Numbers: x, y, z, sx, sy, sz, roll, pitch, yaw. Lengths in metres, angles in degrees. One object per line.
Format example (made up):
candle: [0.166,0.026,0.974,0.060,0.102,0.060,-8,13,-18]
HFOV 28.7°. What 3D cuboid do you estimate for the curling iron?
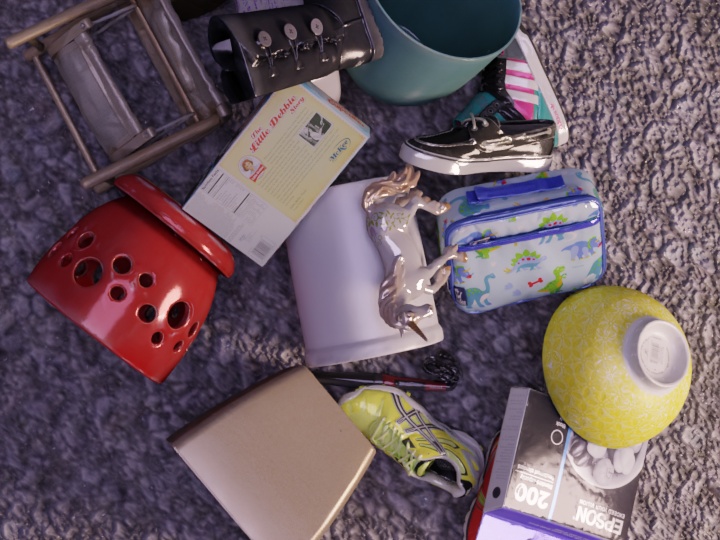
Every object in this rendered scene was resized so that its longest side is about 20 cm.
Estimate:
curling iron: [0.029,0.129,1.748,0.198,0.026,0.050,-4,71,3]

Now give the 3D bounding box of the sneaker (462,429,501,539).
sneaker: [0.172,0.291,1.726,0.076,0.085,0.202,7,91,-1]

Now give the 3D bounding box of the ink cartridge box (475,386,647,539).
ink cartridge box: [0.245,0.264,1.695,0.197,0.043,0.202,21,78,-27]

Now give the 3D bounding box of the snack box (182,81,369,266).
snack box: [-0.095,-0.114,1.572,0.116,0.037,0.200,36,108,-15]

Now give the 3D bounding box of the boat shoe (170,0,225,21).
boat shoe: [-0.171,-0.374,1.682,0.200,0.072,0.066,-34,67,32]

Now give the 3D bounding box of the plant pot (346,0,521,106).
plant pot: [0.064,-0.287,1.649,0.199,0.161,0.202,12,59,-20]

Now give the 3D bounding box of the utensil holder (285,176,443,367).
utensil holder: [0.000,0.000,1.672,0.168,0.170,0.202,-10,90,-2]

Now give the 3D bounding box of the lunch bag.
lunch bag: [0.191,-0.038,1.683,0.198,0.083,0.162,-10,134,-2]

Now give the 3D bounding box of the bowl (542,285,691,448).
bowl: [0.328,0.107,1.676,0.199,0.108,0.202,7,74,-27]

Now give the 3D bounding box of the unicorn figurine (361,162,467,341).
unicorn figurine: [0.056,-0.012,1.576,0.137,0.074,0.201,-21,74,-37]

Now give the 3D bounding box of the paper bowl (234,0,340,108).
paper bowl: [-0.084,-0.253,1.644,0.103,0.201,0.202,-12,92,-3]

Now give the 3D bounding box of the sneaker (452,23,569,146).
sneaker: [0.160,-0.221,1.717,0.120,0.084,0.201,-28,94,-11]

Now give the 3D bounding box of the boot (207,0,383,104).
boot: [-0.084,-0.274,1.501,0.199,0.066,0.166,-24,83,-36]

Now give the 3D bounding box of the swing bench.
swing bench: [-0.280,-0.225,1.672,0.199,0.130,0.200,-28,92,-2]

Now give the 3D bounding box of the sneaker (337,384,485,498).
sneaker: [0.061,0.205,1.715,0.199,0.077,0.076,26,117,-1]

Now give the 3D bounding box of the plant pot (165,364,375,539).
plant pot: [-0.097,0.220,1.670,0.177,0.200,0.200,-41,93,-12]

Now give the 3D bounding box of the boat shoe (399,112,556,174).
boat shoe: [0.137,-0.152,1.638,0.198,0.071,0.064,-4,117,-26]

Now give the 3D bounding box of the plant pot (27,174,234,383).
plant pot: [-0.257,0.005,1.647,0.200,0.200,0.183,40,84,-3]
